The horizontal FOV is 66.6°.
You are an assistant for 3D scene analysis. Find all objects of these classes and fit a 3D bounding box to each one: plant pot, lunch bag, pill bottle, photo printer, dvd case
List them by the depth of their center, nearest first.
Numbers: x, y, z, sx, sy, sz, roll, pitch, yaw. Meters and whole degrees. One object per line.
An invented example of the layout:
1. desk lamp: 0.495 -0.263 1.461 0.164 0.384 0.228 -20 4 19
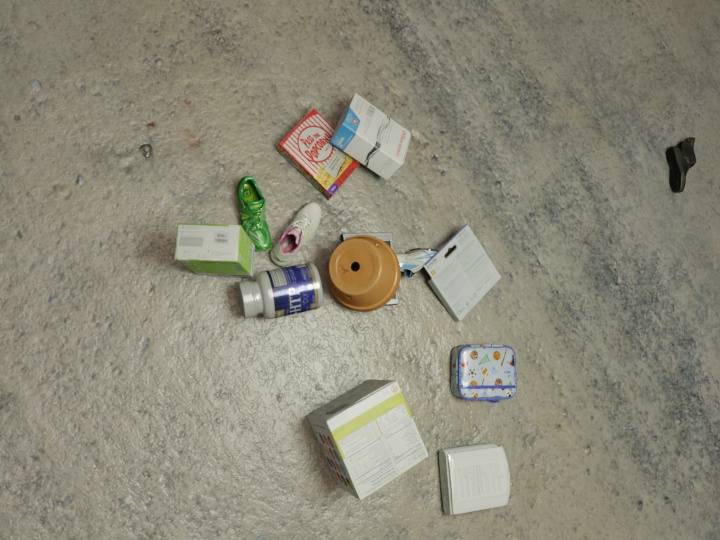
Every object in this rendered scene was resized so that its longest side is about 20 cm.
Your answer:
1. pill bottle: -0.203 0.056 1.380 0.196 0.120 0.122 -11 84 -19
2. plant pot: 0.000 0.000 1.406 0.195 0.140 0.205 -1 82 10
3. photo printer: 0.314 0.561 1.487 0.195 0.069 0.171 -1 80 -19
4. dvd case: 0.026 -0.003 1.518 0.147 0.025 0.205 -3 81 -18
5. lunch bag: 0.352 0.291 1.547 0.195 0.075 0.164 4 81 -16

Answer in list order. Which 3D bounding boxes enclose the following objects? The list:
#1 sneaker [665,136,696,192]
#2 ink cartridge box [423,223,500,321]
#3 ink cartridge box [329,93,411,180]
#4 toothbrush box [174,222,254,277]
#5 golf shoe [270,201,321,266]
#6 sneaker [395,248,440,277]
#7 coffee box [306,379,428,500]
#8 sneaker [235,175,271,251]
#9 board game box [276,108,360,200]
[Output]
1. sneaker: 1.141 -0.372 1.931 0.102 0.060 0.205 0 77 -13
2. ink cartridge box: 0.288 0.005 1.578 0.196 0.043 0.202 -41 104 -20
3. ink cartridge box: 0.031 -0.369 1.522 0.198 0.084 0.146 31 50 -16
4. toothbrush box: -0.337 -0.044 1.296 0.142 0.200 0.088 2 78 -1
5. golf shoe: -0.159 -0.102 1.440 0.075 0.091 0.202 34 70 -8
6. sneaker: 0.153 -0.023 1.532 0.197 0.071 0.074 -12 99 -33
7. coffee box: 0.013 0.405 1.347 0.197 0.199 0.201 -25 89 -21
8. sneaker: -0.278 -0.146 1.411 0.073 0.083 0.204 -16 86 -20
9. board game box: -0.110 -0.321 1.517 0.199 0.046 0.152 42 70 -7
